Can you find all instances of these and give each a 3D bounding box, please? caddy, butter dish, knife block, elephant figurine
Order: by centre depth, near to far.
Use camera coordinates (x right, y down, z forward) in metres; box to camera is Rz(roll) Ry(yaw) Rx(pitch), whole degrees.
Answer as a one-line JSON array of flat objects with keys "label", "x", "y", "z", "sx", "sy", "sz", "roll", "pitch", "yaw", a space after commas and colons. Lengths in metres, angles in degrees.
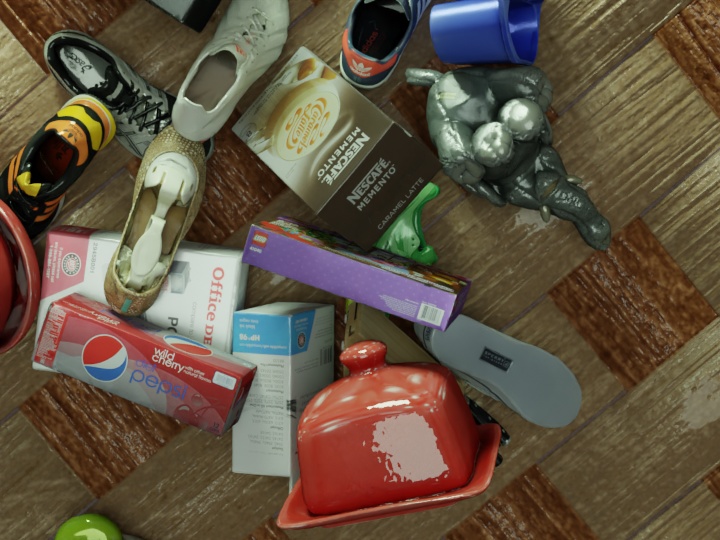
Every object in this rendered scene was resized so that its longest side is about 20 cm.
[{"label": "butter dish", "x": 0.018, "y": 0.136, "z": 1.295, "sx": 0.199, "sy": 0.200, "sz": 0.148, "roll": -12, "pitch": 99, "yaw": 12}, {"label": "caddy", "x": 0.132, "y": -0.268, "z": 1.358, "sx": 0.105, "sy": 0.200, "sz": 0.142, "roll": -1, "pitch": 96, "yaw": 16}, {"label": "elephant figurine", "x": 0.151, "y": -0.110, "z": 1.409, "sx": 0.141, "sy": 0.200, "sz": 0.156, "roll": -15, "pitch": 60, "yaw": 23}, {"label": "knife block", "x": 0.068, "y": 0.128, "z": 1.412, "sx": 0.175, "sy": 0.064, "sz": 0.201, "roll": 2, "pitch": 124, "yaw": 2}]

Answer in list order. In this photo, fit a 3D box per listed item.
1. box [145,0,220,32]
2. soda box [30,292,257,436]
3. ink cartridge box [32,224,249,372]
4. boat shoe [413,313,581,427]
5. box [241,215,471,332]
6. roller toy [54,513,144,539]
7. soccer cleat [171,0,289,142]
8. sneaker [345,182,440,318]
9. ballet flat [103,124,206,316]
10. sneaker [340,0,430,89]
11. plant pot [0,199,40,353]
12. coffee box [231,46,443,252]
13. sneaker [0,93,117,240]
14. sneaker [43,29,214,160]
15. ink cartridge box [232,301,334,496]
[{"label": "box", "x": -0.214, "y": -0.340, "z": 1.370, "sx": 0.200, "sy": 0.149, "sz": 0.125, "roll": 33, "pitch": 95, "yaw": -2}, {"label": "soda box", "x": -0.205, "y": 0.088, "z": 1.347, "sx": 0.199, "sy": 0.070, "sz": 0.064, "roll": 21, "pitch": 100, "yaw": 6}, {"label": "ink cartridge box", "x": -0.220, "y": 0.039, "z": 1.434, "sx": 0.199, "sy": 0.085, "sz": 0.146, "roll": 7, "pitch": 95, "yaw": -2}, {"label": "boat shoe", "x": 0.141, "y": 0.094, "z": 1.447, "sx": 0.200, "sy": 0.065, "sz": 0.074, "roll": 36, "pitch": 86, "yaw": -23}, {"label": "box", "x": 0.000, "y": 0.000, "z": 1.332, "sx": 0.199, "sy": 0.137, "sz": 0.039, "roll": 19, "pitch": 98, "yaw": 8}, {"label": "roller toy", "x": -0.263, "y": 0.370, "z": 1.432, "sx": 0.200, "sy": 0.140, "sz": 0.183, "roll": 38, "pitch": 94, "yaw": -3}, {"label": "soccer cleat", "x": -0.122, "y": -0.213, "z": 1.388, "sx": 0.069, "sy": 0.078, "sz": 0.200, "roll": 28, "pitch": 66, "yaw": -1}, {"label": "sneaker", "x": 0.034, "y": -0.004, "z": 1.434, "sx": 0.083, "sy": 0.074, "sz": 0.201, "roll": 14, "pitch": 94, "yaw": 3}, {"label": "ballet flat", "x": -0.191, "y": -0.052, "z": 1.361, "sx": 0.070, "sy": 0.065, "sz": 0.201, "roll": 17, "pitch": 77, "yaw": -14}, {"label": "sneaker", "x": 0.037, "y": -0.279, "z": 1.399, "sx": 0.075, "sy": 0.085, "sz": 0.201, "roll": 18, "pitch": 83, "yaw": 0}, {"label": "plant pot", "x": -0.426, "y": 0.010, "z": 1.360, "sx": 0.200, "sy": 0.182, "sz": 0.201, "roll": 11, "pitch": 111, "yaw": 31}, {"label": "coffee box", "x": -0.026, "y": -0.120, "z": 1.360, "sx": 0.114, "sy": 0.200, "sz": 0.080, "roll": -50, "pitch": 131, "yaw": 4}, {"label": "sneaker", "x": -0.321, "y": -0.089, "z": 1.391, "sx": 0.070, "sy": 0.090, "sz": 0.200, "roll": 42, "pitch": 121, "yaw": -5}, {"label": "sneaker", "x": -0.237, "y": -0.167, "z": 1.416, "sx": 0.200, "sy": 0.088, "sz": 0.076, "roll": 34, "pitch": 92, "yaw": -4}, {"label": "ink cartridge box", "x": -0.077, "y": 0.137, "z": 1.418, "sx": 0.066, "sy": 0.116, "sz": 0.201, "roll": 3, "pitch": 95, "yaw": 20}]
